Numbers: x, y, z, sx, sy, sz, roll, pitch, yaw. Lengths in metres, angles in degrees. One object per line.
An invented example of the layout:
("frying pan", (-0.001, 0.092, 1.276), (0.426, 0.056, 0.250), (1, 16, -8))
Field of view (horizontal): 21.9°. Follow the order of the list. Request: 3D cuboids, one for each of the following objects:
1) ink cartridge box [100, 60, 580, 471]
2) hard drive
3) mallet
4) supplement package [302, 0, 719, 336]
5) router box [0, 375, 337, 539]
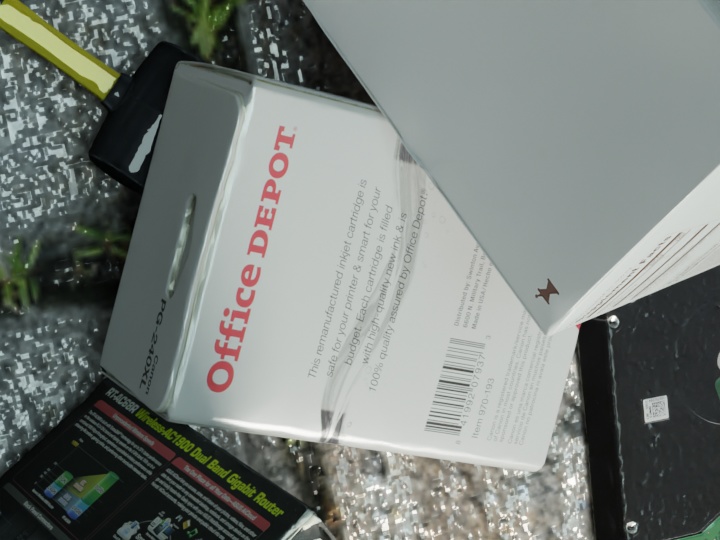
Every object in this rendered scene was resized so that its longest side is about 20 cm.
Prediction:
("ink cartridge box", (0.000, 0.000, 0.824), (0.199, 0.083, 0.146), (11, 97, -32))
("hard drive", (0.182, 0.074, 0.955), (0.139, 0.038, 0.201), (-9, 96, -22))
("mallet", (-0.144, -0.117, 0.805), (0.200, 0.041, 0.066), (43, 79, -16))
("supplement package", (0.121, -0.109, 0.782), (0.200, 0.147, 0.192), (-18, 68, -48))
("router box", (-0.101, 0.135, 0.749), (0.150, 0.200, 0.062), (-44, 120, -14))
